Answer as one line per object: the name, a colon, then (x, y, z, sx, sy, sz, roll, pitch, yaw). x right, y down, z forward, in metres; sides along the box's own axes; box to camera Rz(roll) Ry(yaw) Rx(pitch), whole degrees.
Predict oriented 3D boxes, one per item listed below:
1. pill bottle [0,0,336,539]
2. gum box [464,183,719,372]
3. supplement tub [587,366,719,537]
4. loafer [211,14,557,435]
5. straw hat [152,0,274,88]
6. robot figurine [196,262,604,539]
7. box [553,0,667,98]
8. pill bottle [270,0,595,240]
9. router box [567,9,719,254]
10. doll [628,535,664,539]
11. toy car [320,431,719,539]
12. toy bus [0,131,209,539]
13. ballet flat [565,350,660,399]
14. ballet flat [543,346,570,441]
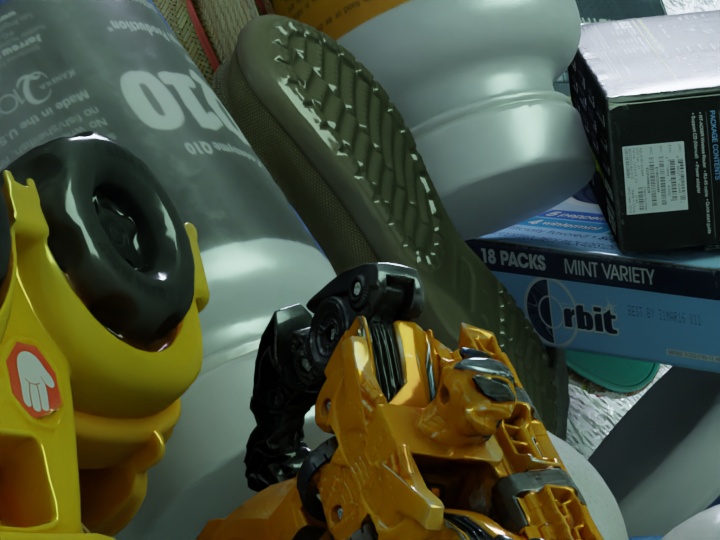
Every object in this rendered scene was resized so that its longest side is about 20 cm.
pill bottle: (-0.075, 0.001, 0.820, 0.114, 0.114, 0.200, 13, 37, -55)
gum box: (0.152, -0.012, 1.038, 0.200, 0.045, 0.170, -19, 18, -40)
supplement tub: (0.190, 0.128, 1.029, 0.200, 0.145, 0.145, 42, 20, -5)
loafer: (0.000, 0.000, 0.908, 0.200, 0.067, 0.076, 56, 22, -26)
straw hat: (-0.073, -0.084, 1.011, 0.201, 0.085, 0.201, -20, 90, -88)
robot figurine: (-0.006, 0.096, 0.638, 0.058, 0.200, 0.145, 9, 37, -31)
box: (0.065, -0.086, 1.141, 0.200, 0.051, 0.158, 0, 68, -41)
pill bottle: (0.019, -0.116, 0.989, 0.111, 0.111, 0.200, 7, 60, -59)
router box: (0.164, -0.062, 1.010, 0.200, 0.150, 0.062, -89, 172, -77)
doll: (0.103, 0.122, 0.876, 0.200, 0.136, 0.048, 19, 64, -3)
toy car: (0.061, 0.143, 0.746, 0.200, 0.175, 0.150, 16, 64, 1)
toy bus: (-0.111, 0.064, 0.629, 0.200, 0.136, 0.192, 15, 48, -57)
ballet flat: (0.060, -0.017, 1.188, 0.200, 0.076, 0.064, 44, -14, -16)
ballet flat: (0.053, 0.076, 1.017, 0.200, 0.067, 0.062, -75, 147, -64)
